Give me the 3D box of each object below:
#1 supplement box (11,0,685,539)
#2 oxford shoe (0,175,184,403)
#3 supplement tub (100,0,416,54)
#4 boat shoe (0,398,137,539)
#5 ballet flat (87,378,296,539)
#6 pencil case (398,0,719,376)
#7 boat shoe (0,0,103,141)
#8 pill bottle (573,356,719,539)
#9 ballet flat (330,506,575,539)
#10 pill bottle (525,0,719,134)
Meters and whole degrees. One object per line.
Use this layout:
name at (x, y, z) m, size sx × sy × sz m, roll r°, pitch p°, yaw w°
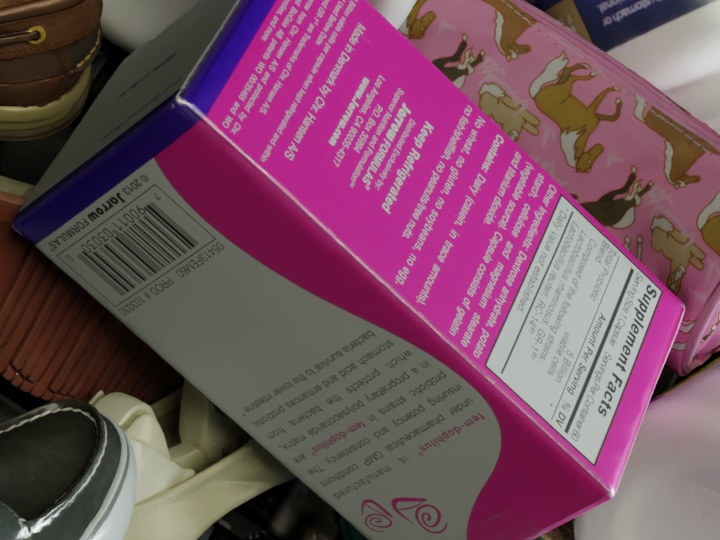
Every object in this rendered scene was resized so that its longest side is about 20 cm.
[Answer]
supplement box at (0.000, 0.000, 0.966) m, size 0.200 × 0.101 × 0.103 m, roll 44°, pitch 45°, yaw -15°
oxford shoe at (-0.133, -0.010, 0.992) m, size 0.200 × 0.074 × 0.071 m, roll 28°, pitch 99°, yaw -42°
supplement tub at (-0.030, -0.182, 1.026) m, size 0.144 × 0.145 × 0.200 m, roll 29°, pitch 48°, yaw -17°
boat shoe at (-0.142, 0.094, 0.891) m, size 0.068 × 0.057 × 0.200 m, roll 24°, pitch 44°, yaw 27°
ballet flat at (-0.066, 0.060, 1.010) m, size 0.200 × 0.069 × 0.070 m, roll -29°, pitch 91°, yaw -32°
pencil case at (0.072, -0.049, 1.054) m, size 0.200 × 0.083 × 0.087 m, roll 37°, pitch 75°, yaw 21°
boat shoe at (-0.184, -0.096, 0.952) m, size 0.199 × 0.068 × 0.072 m, roll 7°, pitch 52°, yaw -16°
pill bottle at (0.168, 0.074, 1.074) m, size 0.200 × 0.104 × 0.105 m, roll -25°, pitch 89°, yaw -54°
ballet flat at (0.075, 0.119, 1.080) m, size 0.200 × 0.070 × 0.065 m, roll 37°, pitch 39°, yaw -16°
pill bottle at (0.120, -0.125, 1.118) m, size 0.119 × 0.120 × 0.201 m, roll -23°, pitch 88°, yaw -28°
